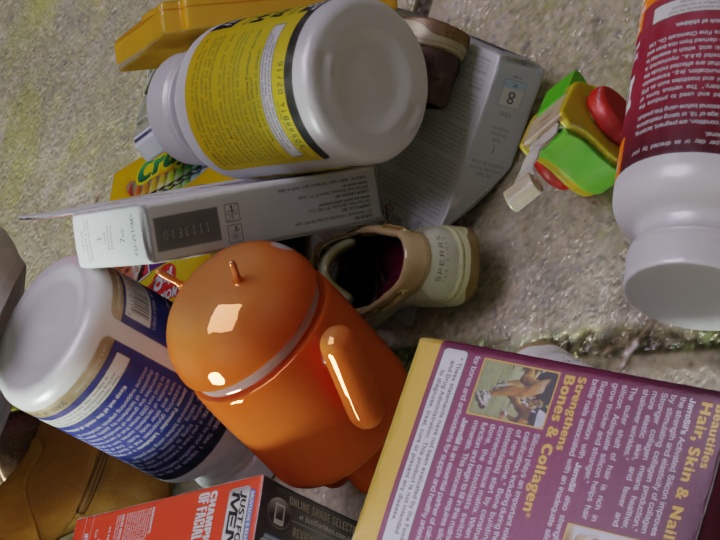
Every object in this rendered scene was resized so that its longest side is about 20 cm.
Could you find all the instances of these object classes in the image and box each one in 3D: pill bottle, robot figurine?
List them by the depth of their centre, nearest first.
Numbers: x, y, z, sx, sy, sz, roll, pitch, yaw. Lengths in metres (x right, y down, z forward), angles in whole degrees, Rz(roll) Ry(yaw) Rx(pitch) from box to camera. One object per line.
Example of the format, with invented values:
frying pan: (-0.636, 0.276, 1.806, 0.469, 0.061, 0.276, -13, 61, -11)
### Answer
pill bottle: (0.208, -0.073, 1.201, 0.113, 0.113, 0.201, -15, 53, 44)
robot figurine: (-0.046, 0.061, 1.334, 0.116, 0.200, 0.144, -37, 29, 10)
pill bottle: (-0.057, -0.120, 1.400, 0.199, 0.111, 0.112, -4, 62, 49)
pill bottle: (-0.147, 0.081, 1.447, 0.115, 0.199, 0.116, -31, 42, 33)

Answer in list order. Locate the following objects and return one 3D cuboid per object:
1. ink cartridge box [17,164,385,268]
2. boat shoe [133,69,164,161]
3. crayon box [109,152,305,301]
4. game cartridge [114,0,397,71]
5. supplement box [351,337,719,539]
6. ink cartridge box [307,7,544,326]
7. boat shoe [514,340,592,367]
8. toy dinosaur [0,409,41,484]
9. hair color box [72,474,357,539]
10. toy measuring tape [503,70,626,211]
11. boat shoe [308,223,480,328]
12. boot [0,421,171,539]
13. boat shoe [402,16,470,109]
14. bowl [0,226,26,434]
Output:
ink cartridge box: (-0.113, -0.036, 1.429, 0.173, 0.199, 0.044, -5, 96, 53)
boat shoe: (-0.146, -0.155, 1.669, 0.072, 0.062, 0.200, -30, 18, 29)
crayon box: (-0.126, -0.033, 1.626, 0.199, 0.058, 0.174, -26, 47, 37)
game cartridge: (-0.083, -0.185, 1.545, 0.200, 0.175, 0.033, 166, 96, -72)
supplement box: (0.115, 0.127, 1.128, 0.199, 0.103, 0.132, 11, 72, 32)
ink cartridge box: (0.043, -0.076, 1.481, 0.160, 0.047, 0.201, 32, 108, 54)
boat shoe: (0.082, 0.138, 1.239, 0.069, 0.071, 0.201, 26, 84, 55)
toy dinosaur: (-0.257, 0.132, 1.592, 0.086, 0.199, 0.136, 30, 131, 31)
hair color box: (-0.096, 0.198, 1.378, 0.199, 0.111, 0.064, -20, 52, 43)
toy measuring tape: (0.136, -0.068, 1.291, 0.073, 0.074, 0.200, -38, 11, 27)
boat shoe: (0.000, 0.000, 1.420, 0.199, 0.066, 0.075, -18, 69, 53)
boot: (-0.241, 0.153, 1.532, 0.071, 0.199, 0.145, 122, 154, -65)
boat shoe: (-0.001, -0.129, 1.462, 0.199, 0.072, 0.073, -3, 74, 49)
bowl: (-0.291, 0.066, 1.464, 0.200, 0.074, 0.201, -83, 2, -66)
